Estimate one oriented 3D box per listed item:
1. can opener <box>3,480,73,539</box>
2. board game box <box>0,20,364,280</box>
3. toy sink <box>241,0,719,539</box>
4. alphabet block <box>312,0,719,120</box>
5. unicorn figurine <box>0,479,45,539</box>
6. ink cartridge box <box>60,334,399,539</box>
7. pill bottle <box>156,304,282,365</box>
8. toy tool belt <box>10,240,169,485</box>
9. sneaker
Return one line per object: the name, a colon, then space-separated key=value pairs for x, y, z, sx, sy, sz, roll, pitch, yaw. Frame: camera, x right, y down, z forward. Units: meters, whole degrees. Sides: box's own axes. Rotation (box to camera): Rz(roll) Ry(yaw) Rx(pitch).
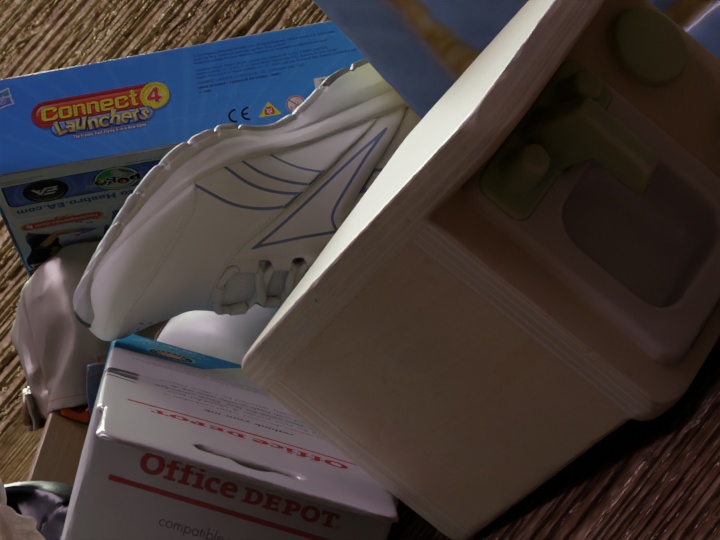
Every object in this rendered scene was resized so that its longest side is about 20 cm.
can opener: x=-0.174 y=0.162 z=1.105 sx=0.200 sy=0.079 sz=0.063 roll=-43 pitch=46 yaw=11
board game box: x=-0.080 y=-0.042 z=1.343 sx=0.199 sy=0.056 sz=0.196 roll=-10 pitch=-26 yaw=0
toy sink: x=0.068 y=-0.014 z=0.868 sx=0.131 sy=0.112 sz=0.200 roll=-54 pitch=4 yaw=-35
alphabet block: x=0.095 y=-0.171 z=1.129 sx=0.196 sy=0.196 sz=0.200 roll=-37 pitch=11 yaw=22
unicorn figurine: x=-0.130 y=0.170 z=0.983 sx=0.073 sy=0.201 sz=0.137 roll=-10 pitch=-21 yaw=-14
ink cartridge box: x=-0.052 y=0.085 z=0.986 sx=0.200 sy=0.115 sz=0.067 roll=-105 pitch=32 yaw=-81
pill bottle: x=0.000 y=0.000 z=1.185 sx=0.200 sy=0.111 sz=0.111 roll=-53 pitch=9 yaw=-31
toy tool belt: x=-0.078 y=0.058 z=1.338 sx=0.125 sy=0.199 sz=0.124 roll=111 pitch=152 yaw=-59
sneaker: x=-0.030 y=-0.020 z=1.080 sx=0.199 sy=0.087 sz=0.075 roll=-30 pitch=-17 yaw=-30
